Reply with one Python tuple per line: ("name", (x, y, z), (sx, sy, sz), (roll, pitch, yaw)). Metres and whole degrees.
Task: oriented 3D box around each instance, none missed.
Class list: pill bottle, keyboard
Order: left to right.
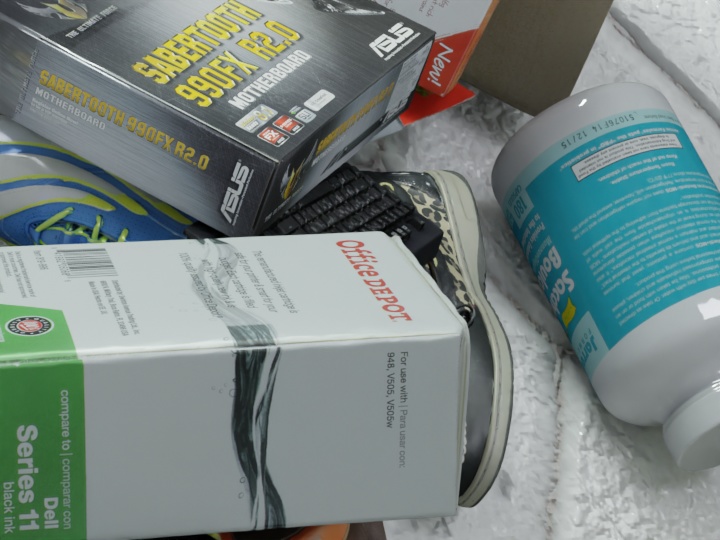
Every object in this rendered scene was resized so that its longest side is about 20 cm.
("keyboard", (0.000, 0.000, 1.333), (0.127, 0.021, 0.200), (41, 23, 7))
("pill bottle", (0.157, 0.006, 1.525), (0.111, 0.111, 0.200), (-5, 58, -38))

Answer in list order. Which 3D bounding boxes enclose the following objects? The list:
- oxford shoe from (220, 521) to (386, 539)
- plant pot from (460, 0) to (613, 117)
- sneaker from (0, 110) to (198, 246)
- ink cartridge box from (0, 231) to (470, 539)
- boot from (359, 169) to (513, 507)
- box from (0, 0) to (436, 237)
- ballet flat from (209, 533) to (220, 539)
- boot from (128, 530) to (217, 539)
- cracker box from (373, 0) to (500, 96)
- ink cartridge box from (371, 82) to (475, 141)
("oxford shoe", (-0.024, 0.101, 1.261), (0.200, 0.071, 0.073), (-85, 150, -64))
("plant pot", (0.061, -0.237, 1.602), (0.177, 0.200, 0.200), (16, 39, -9))
("sneaker", (-0.100, -0.014, 1.305), (0.200, 0.076, 0.105), (24, 10, -22))
("ink cartridge box", (-0.068, 0.045, 1.154), (0.199, 0.083, 0.147), (-3, 18, -11))
("boot", (-0.009, 0.023, 1.426), (0.153, 0.074, 0.204), (11, 48, -23))
("box", (-0.072, -0.100, 1.343), (0.158, 0.048, 0.200), (29, 30, 11))
("ballet flat", (-0.024, 0.147, 1.311), (0.200, 0.064, 0.076), (36, 43, -5))
("boot", (-0.083, 0.165, 1.174), (0.076, 0.168, 0.200), (48, 42, 12))
("cracker box", (-0.010, -0.198, 1.491), (0.200, 0.134, 0.058), (27, 23, 2))
("ink cartridge box", (-0.048, -0.123, 1.489), (0.162, 0.050, 0.200), (34, 36, 25))
